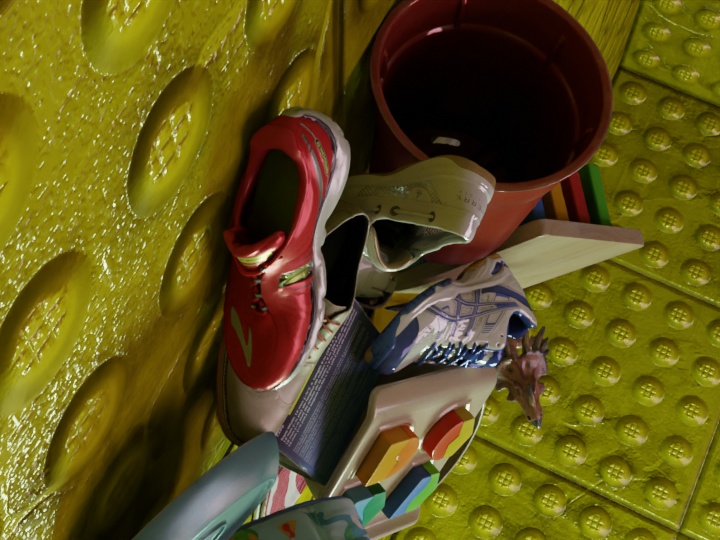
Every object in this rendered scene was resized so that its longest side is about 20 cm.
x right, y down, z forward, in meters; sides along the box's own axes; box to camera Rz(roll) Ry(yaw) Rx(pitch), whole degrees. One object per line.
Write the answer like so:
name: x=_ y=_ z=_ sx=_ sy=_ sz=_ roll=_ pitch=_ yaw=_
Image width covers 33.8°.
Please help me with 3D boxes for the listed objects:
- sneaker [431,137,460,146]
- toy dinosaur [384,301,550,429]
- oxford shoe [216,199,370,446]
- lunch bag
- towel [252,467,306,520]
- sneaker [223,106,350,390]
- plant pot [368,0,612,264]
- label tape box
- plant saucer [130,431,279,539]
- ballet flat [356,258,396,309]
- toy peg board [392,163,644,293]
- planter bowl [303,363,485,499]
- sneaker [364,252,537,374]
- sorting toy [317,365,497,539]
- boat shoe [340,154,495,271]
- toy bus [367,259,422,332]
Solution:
sneaker: x=0.106 y=-0.103 z=1.258 sx=0.201 sy=0.115 sz=0.076 roll=-58 pitch=167 yaw=-33
toy dinosaur: x=0.120 y=0.067 z=1.197 sx=0.086 sy=0.199 sz=0.136 roll=-54 pitch=171 yaw=-3
oxford shoe: x=-0.050 y=0.038 z=0.878 sx=0.070 sy=0.074 sz=0.202 roll=20 pitch=85 yaw=-35
lunch bag: x=-0.083 y=0.278 z=1.000 sx=0.199 sy=0.083 sz=0.161 roll=-17 pitch=145 yaw=-19
towel: x=-0.068 y=0.216 z=1.347 sx=0.200 sy=0.023 sz=0.145 roll=-55 pitch=163 yaw=-44
sneaker: x=-0.066 y=-0.011 z=0.792 sx=0.085 sy=0.076 sz=0.202 roll=-28 pitch=130 yaw=-64
plant pot: x=0.092 y=-0.111 z=1.028 sx=0.202 sy=0.200 sz=0.196 roll=-60 pitch=175 yaw=-26
label tape box: x=-0.053 y=0.086 z=1.017 sx=0.144 sy=0.066 sz=0.200 roll=-63 pitch=152 yaw=-15
plant saucer: x=-0.126 y=0.194 z=0.842 sx=0.200 sy=0.027 sz=0.200 roll=-43 pitch=170 yaw=-10
ballet flat: x=0.000 y=0.000 z=1.100 sx=0.069 sy=0.067 sz=0.200 roll=-66 pitch=169 yaw=-2
toy peg board: x=0.159 y=-0.047 z=1.259 sx=0.198 sy=0.199 sz=0.099 roll=3 pitch=71 yaw=-47
planter bowl: x=0.009 y=0.149 z=1.195 sx=0.200 sy=0.135 sz=0.201 roll=-33 pitch=146 yaw=-26
sneaker: x=0.090 y=0.054 z=1.071 sx=0.199 sy=0.088 sz=0.075 roll=-29 pitch=168 yaw=-40
sorting toy: x=0.038 y=0.182 z=1.100 sx=0.184 sy=0.036 sz=0.201 roll=-8 pitch=131 yaw=-48
boat shoe: x=0.020 y=-0.034 z=0.919 sx=0.199 sy=0.071 sz=0.070 roll=-16 pitch=-128 yaw=55
toy bus: x=0.084 y=0.016 z=1.422 sx=0.200 sy=0.135 sz=0.193 roll=-50 pitch=144 yaw=-59
